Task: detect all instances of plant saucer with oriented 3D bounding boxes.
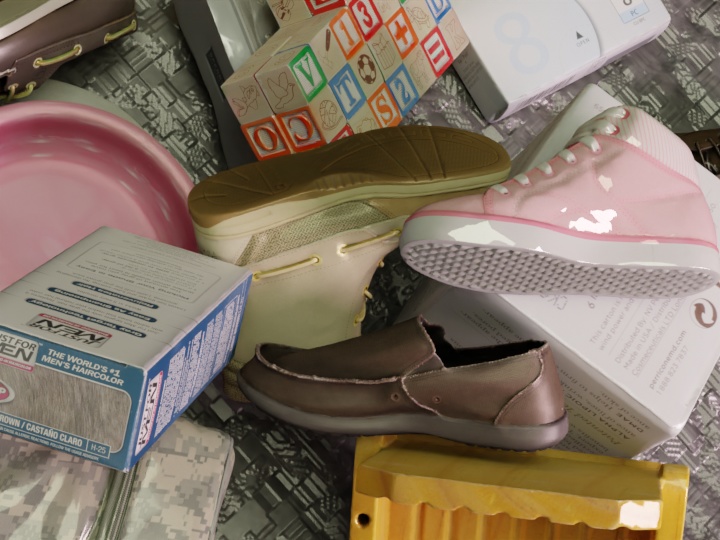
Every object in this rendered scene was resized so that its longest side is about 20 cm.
[{"bbox_3d":[-0.191,-0.004,1.138,0.199,0.051,0.202,6,72,-17],"label":"plant saucer"}]

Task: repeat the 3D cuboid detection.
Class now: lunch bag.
[{"bbox_3d":[-0.186,0.145,1.054,0.167,0.200,0.140,22,67,-15],"label":"lunch bag"}]

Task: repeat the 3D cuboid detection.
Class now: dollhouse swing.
[{"bbox_3d":[0.087,0.180,1.077,0.199,0.176,0.183,6,106,8],"label":"dollhouse swing"}]

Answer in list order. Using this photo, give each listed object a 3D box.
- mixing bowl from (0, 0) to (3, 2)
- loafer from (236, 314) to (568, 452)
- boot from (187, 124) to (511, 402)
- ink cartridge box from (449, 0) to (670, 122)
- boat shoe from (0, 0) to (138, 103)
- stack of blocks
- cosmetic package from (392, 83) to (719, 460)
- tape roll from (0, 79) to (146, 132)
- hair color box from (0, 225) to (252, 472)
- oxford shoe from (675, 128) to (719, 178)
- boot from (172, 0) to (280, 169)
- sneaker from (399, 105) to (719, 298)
[{"bbox_3d":[-0.244,-0.286,1.220,0.199,0.108,0.202,5,72,-17],"label":"mixing bowl"},{"bbox_3d":[0.026,0.058,1.087,0.199,0.073,0.071,5,104,4],"label":"loafer"},{"bbox_3d":[0.000,0.000,1.138,0.199,0.073,0.156,-14,122,-12],"label":"boot"},{"bbox_3d":[0.113,-0.230,1.348,0.160,0.047,0.201,-28,85,-23],"label":"ink cartridge box"},{"bbox_3d":[-0.216,-0.143,1.166,0.200,0.072,0.060,-41,124,-42],"label":"boat shoe"},{"bbox_3d":[-0.013,-0.150,1.217,0.116,0.058,0.200,61,39,-20],"label":"stack of blocks"},{"bbox_3d":[0.138,0.020,1.193,0.165,0.200,0.165,37,66,-2],"label":"cosmetic package"},{"bbox_3d":[-0.214,-0.027,1.185,0.201,0.037,0.204,5,71,-16],"label":"tape roll"},{"bbox_3d":[-0.136,0.037,1.002,0.099,0.200,0.061,16,107,8],"label":"hair color box"},{"bbox_3d":[0.247,-0.078,1.324,0.199,0.084,0.073,-13,79,-19],"label":"oxford shoe"},{"bbox_3d":[-0.051,-0.126,1.251,0.095,0.073,0.201,-17,85,-29],"label":"boot"},{"bbox_3d":[0.113,-0.044,1.058,0.199,0.075,0.105,4,71,-20],"label":"sneaker"}]
